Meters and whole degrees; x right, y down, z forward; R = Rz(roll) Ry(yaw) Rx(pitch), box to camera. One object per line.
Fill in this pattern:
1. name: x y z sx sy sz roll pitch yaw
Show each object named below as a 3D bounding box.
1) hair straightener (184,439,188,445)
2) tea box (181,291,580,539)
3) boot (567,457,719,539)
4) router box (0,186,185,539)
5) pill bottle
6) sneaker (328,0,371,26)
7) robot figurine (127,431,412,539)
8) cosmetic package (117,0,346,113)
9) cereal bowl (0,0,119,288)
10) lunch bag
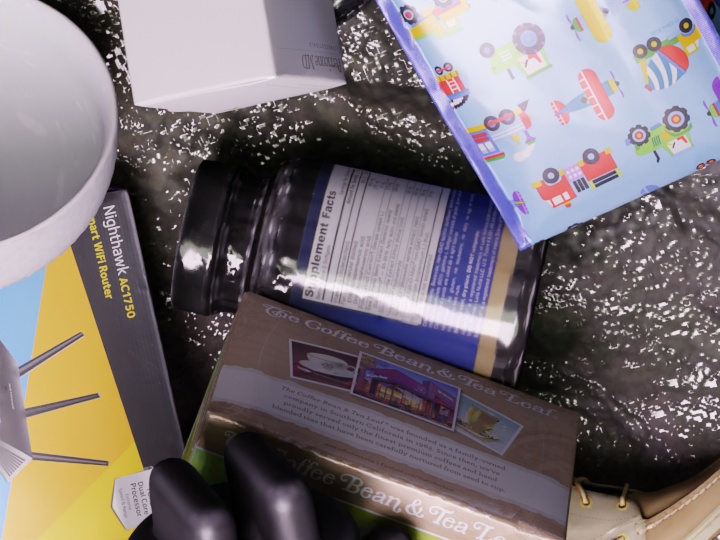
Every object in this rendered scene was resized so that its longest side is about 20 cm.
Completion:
1. hair straightener: -0.063 0.111 1.717 0.199 0.077 0.041 -20 139 17
2. tea box: -0.009 0.150 1.580 0.199 0.134 0.198 19 119 -3
3. boot: 0.114 0.120 1.686 0.199 0.073 0.156 -34 87 12
4. router box: -0.185 0.065 1.671 0.148 0.051 0.201 -14 99 -12
5. pill bottle: 0.000 0.000 1.633 0.199 0.112 0.113 12 118 3
6. sneaker: -0.013 -0.183 1.578 0.200 0.077 0.080 -42 85 20
7. robot figurine: -0.054 0.183 1.460 0.149 0.125 0.201 0 119 15
8. cosmetic package: -0.077 -0.187 1.510 0.084 0.108 0.202 -11 89 20
9. cereal bowl: -0.230 -0.060 1.605 0.199 0.201 0.084 8 142 5
10. lunch bag: 0.102 -0.133 1.531 0.150 0.094 0.200 -25 124 16
